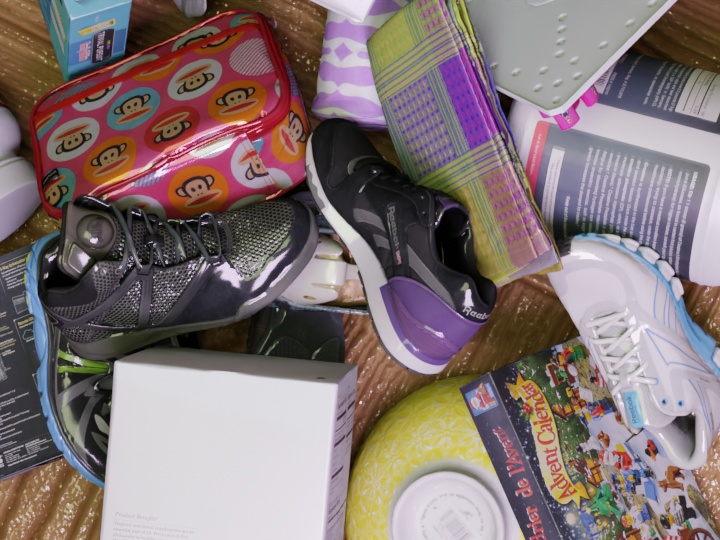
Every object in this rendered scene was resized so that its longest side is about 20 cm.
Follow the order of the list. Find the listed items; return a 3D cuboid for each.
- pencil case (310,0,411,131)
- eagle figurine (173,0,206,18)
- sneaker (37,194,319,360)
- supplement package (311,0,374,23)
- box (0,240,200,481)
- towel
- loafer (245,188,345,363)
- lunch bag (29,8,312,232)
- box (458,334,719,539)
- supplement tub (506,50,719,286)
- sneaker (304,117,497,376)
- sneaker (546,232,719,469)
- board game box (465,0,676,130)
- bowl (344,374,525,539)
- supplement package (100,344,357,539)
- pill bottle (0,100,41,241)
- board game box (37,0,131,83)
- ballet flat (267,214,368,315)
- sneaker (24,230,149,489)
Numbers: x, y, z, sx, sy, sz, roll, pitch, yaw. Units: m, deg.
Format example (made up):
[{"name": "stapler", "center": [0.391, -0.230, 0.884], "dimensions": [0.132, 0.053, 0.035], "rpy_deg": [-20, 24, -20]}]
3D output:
[{"name": "pencil case", "center": [0.020, -0.195, 1.431], "dimensions": [0.085, 0.084, 0.201], "rpy_deg": [10, 95, -6]}, {"name": "eagle figurine", "center": [-0.095, -0.277, 1.430], "dimensions": [0.200, 0.151, 0.152], "rpy_deg": [-27, 102, 1]}, {"name": "sneaker", "center": [-0.131, -0.011, 1.349], "dimensions": [0.199, 0.114, 0.076], "rpy_deg": [-18, 56, 12]}, {"name": "supplement package", "center": [-0.007, -0.286, 1.297], "dimensions": [0.117, 0.117, 0.200], "rpy_deg": [23, 112, -13]}, {"name": "box", "center": [-0.229, 0.058, 1.517], "dimensions": [0.199, 0.044, 0.161], "rpy_deg": [-22, 84, 15]}, {"name": "towel", "center": [0.065, -0.080, 1.325], "dimensions": [0.023, 0.144, 0.201], "rpy_deg": [-20, 86, -25]}, {"name": "loafer", "center": [-0.049, 0.038, 1.468], "dimensions": [0.072, 0.063, 0.201], "rpy_deg": [6, 97, -14]}, {"name": "lunch bag", "center": [-0.138, -0.105, 1.443], "dimensions": [0.199, 0.082, 0.176], "rpy_deg": [-23, 41, 5]}, {"name": "box", "center": [0.165, 0.147, 1.363], "dimensions": [0.038, 0.136, 0.201], "rpy_deg": [-31, 81, 51]}, {"name": "supplement tub", "center": [0.203, -0.071, 1.345], "dimensions": [0.199, 0.140, 0.141], "rpy_deg": [17, 95, 15]}, {"name": "sneaker", "center": [0.035, -0.035, 1.336], "dimensions": [0.088, 0.076, 0.200], "rpy_deg": [-45, 58, 33]}, {"name": "sneaker", "center": [0.187, 0.057, 1.323], "dimensions": [0.075, 0.087, 0.200], "rpy_deg": [-19, 127, 39]}, {"name": "board game box", "center": [0.142, -0.193, 1.333], "dimensions": [0.200, 0.026, 0.200], "rpy_deg": [-44, 39, -10]}, {"name": "bowl", "center": [0.073, 0.176, 1.401], "dimensions": [0.199, 0.108, 0.201], "rpy_deg": [0, 91, 16]}, {"name": "supplement package", "center": [-0.089, 0.161, 1.364], "dimensions": [0.151, 0.151, 0.201], "rpy_deg": [5, 93, 5]}, {"name": "pill bottle", "center": [-0.331, -0.112, 1.510], "dimensions": [0.112, 0.112, 0.200], "rpy_deg": [-43, 79, 12]}, {"name": "board game box", "center": [-0.212, -0.230, 1.432], "dimensions": [0.047, 0.200, 0.151], "rpy_deg": [-18, 85, -11]}, {"name": "ballet flat", "center": [0.000, 0.000, 1.402], "dimensions": [0.199, 0.074, 0.075], "rpy_deg": [4, 91, -10]}, {"name": "sneaker", "center": [-0.188, 0.065, 1.446], "dimensions": [0.082, 0.071, 0.200], "rpy_deg": [-14, 84, 21]}]
